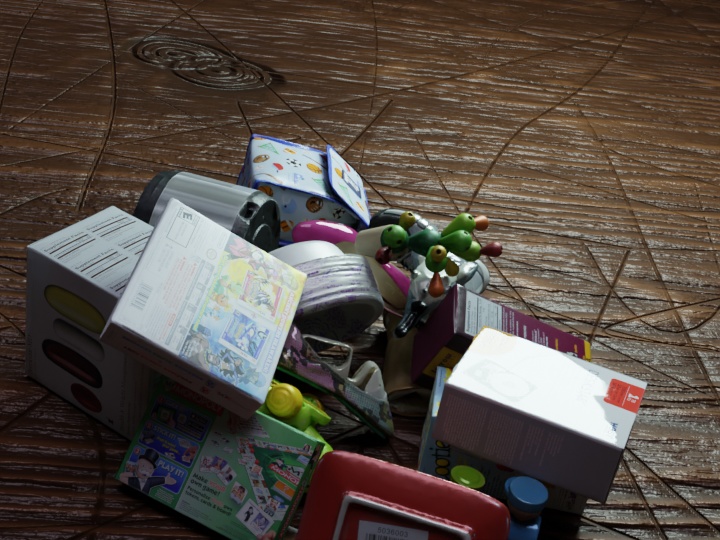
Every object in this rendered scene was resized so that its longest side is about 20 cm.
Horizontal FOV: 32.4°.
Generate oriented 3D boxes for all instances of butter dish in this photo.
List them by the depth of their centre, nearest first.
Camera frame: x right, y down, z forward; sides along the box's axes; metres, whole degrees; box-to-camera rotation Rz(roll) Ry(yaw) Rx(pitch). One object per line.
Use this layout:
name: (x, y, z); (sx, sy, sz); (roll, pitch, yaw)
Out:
butter dish: (0.041, 0.285, 1.251); (0.199, 0.200, 0.148); (16, 8, 9)

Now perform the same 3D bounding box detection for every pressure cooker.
pressure cooker: (-0.224, -0.043, 1.669); (0.199, 0.176, 0.179); (15, 60, 12)

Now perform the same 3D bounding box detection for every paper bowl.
paper bowl: (-0.079, 0.036, 1.550); (0.200, 0.201, 0.105); (-10, 71, -31)

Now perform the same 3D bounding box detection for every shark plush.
shark plush: (0.094, 0.042, 1.593); (0.091, 0.084, 0.200); (16, 28, 2)

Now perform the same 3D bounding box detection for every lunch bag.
lunch bag: (-0.081, -0.115, 1.896); (0.199, 0.124, 0.170); (14, 30, -14)

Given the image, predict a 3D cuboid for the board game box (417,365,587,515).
board game box: (0.176, 0.200, 1.467); (0.199, 0.105, 0.103); (11, 32, 1)

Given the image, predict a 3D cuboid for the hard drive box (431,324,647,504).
hard drive box: (0.199, 0.154, 1.366); (0.199, 0.077, 0.156); (19, 28, 13)

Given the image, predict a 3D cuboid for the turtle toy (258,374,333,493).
turtle toy: (-0.102, 0.174, 1.418); (0.200, 0.101, 0.146); (33, -3, 17)

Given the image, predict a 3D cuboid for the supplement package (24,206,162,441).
supplement package: (-0.276, 0.063, 1.469); (0.200, 0.192, 0.147); (26, 35, 25)

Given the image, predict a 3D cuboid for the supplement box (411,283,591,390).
supplement box: (0.175, 0.114, 1.537); (0.199, 0.110, 0.086); (23, 42, -15)

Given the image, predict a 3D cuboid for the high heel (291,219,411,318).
high heel: (0.000, 0.000, 1.623); (0.200, 0.068, 0.096); (24, 22, -29)

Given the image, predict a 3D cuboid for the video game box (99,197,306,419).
video game box: (-0.165, 0.038, 1.347); (0.182, 0.047, 0.200); (29, 44, -11)

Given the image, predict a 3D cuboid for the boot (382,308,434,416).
boot: (0.112, 0.115, 1.635); (0.174, 0.066, 0.200); (-4, 31, -1)

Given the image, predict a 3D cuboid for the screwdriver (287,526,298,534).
screwdriver: (-0.138, 0.255, 1.352); (0.199, 0.028, 0.029); (21, 3, 23)

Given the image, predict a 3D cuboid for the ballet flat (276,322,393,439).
ballet flat: (-0.022, 0.127, 1.473); (0.200, 0.071, 0.069); (35, -4, -22)

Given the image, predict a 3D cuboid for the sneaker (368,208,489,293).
sneaker: (0.087, -0.009, 1.793); (0.200, 0.075, 0.116); (30, 40, 6)

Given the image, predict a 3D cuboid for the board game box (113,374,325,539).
board game box: (-0.153, 0.207, 1.341); (0.199, 0.135, 0.029); (23, -6, 19)

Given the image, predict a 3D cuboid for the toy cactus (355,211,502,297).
toy cactus: (0.069, -0.025, 1.523); (0.165, 0.103, 0.200); (2, 7, 37)

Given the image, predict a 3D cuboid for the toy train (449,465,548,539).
toy train: (0.099, 0.259, 1.332); (0.199, 0.116, 0.085); (15, 27, 8)
